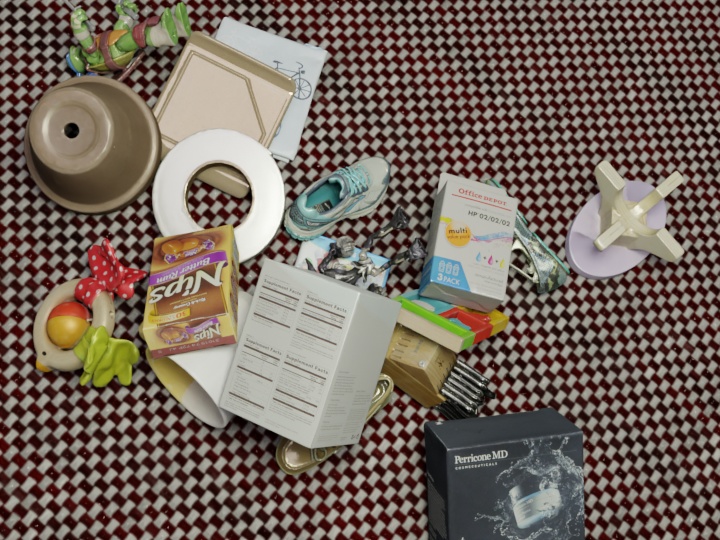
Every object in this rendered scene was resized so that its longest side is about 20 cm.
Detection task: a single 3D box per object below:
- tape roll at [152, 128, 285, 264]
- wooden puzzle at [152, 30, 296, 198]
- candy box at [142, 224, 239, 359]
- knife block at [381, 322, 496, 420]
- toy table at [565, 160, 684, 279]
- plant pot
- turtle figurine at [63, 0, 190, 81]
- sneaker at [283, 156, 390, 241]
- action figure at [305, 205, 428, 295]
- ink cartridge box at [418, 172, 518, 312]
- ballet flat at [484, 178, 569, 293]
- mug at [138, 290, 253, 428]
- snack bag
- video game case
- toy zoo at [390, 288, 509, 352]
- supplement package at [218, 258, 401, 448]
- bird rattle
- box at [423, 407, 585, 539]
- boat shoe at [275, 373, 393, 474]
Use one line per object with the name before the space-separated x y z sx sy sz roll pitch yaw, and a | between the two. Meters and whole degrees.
tape roll | -0.207 -0.107 1.403 0.198 0.037 0.207 0 88 -3
wooden puzzle | -0.217 -0.236 1.448 0.182 0.037 0.203 25 84 -2
candy box | -0.225 0.024 1.286 0.114 0.057 0.202 -11 39 1
knife block | 0.096 0.157 1.392 0.197 0.177 0.064 15 58 36
toy table | 0.417 -0.080 1.485 0.183 0.117 0.201 39 73 3
plant pot | -0.388 -0.183 1.326 0.196 0.175 0.205 0 90 -4
turtle figurine | -0.363 -0.380 1.409 0.190 0.144 0.204 -6 80 12
sneaker | -0.023 -0.117 1.431 0.199 0.086 0.078 -36 81 -26
action figure | 0.000 0.000 1.385 0.198 0.102 0.120 -33 89 10
ink cartridge box | 0.161 -0.054 1.384 0.113 0.068 0.204 14 69 -7
ballet flat | 0.240 -0.049 1.475 0.074 0.074 0.201 -35 79 -17
mug | -0.206 0.098 1.319 0.186 0.149 0.153 44 64 -2
snack bag | -0.165 -0.289 1.495 0.185 0.021 0.204 17 75 -3
video game case | -0.045 0.056 1.419 0.141 0.018 0.203 18 72 -3
toy zoo | 0.132 0.062 1.373 0.130 0.199 0.021 27 111 26
supplement package | -0.063 0.110 1.257 0.148 0.151 0.204 18 91 25
bird rattle | -0.385 0.064 1.312 0.160 0.113 0.204 -12 74 16
box | 0.196 0.308 1.299 0.193 0.117 0.204 -5 99 -10
boat shoe | -0.036 0.214 1.343 0.199 0.063 0.074 -33 83 -7
